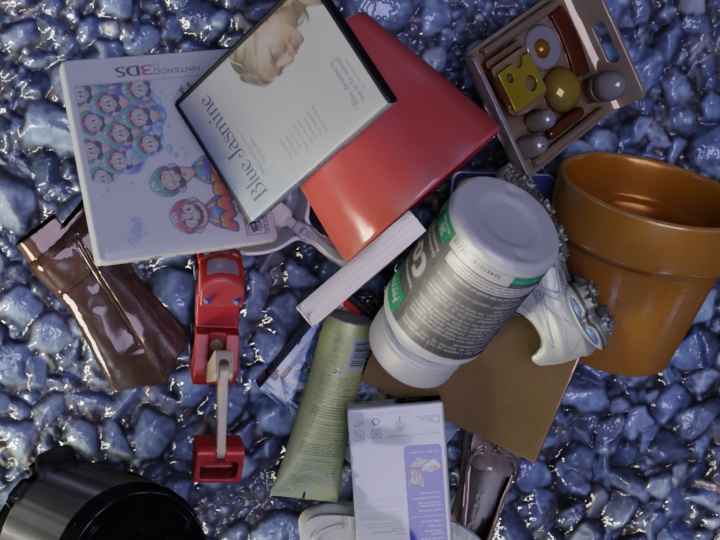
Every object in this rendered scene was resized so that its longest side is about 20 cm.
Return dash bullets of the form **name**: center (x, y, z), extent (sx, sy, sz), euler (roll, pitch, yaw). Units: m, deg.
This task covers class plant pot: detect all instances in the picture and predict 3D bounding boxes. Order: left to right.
- **plant pot**: center (0.007, -0.139, 1.422), extent (0.200, 0.200, 0.178), euler (-40, 89, -2)
- **plant pot**: center (0.280, 0.000, 1.503), extent (0.198, 0.201, 0.185), euler (7, 113, -12)

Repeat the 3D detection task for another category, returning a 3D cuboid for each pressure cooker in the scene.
- **pressure cooker**: center (-0.267, 0.277, 1.441), extent (0.178, 0.199, 0.177), euler (35, 71, -35)

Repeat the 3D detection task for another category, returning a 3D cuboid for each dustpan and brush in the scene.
- **dustpan and brush**: center (-0.082, -0.057, 1.480), extent (0.199, 0.057, 0.140), euler (32, 92, -14)

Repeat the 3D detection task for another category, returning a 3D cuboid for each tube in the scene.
- **tube**: center (-0.036, 0.141, 1.492), extent (0.058, 0.052, 0.202), euler (17, 102, 17)

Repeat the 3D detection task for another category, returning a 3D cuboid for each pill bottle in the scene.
- **pill bottle**: center (0.091, 0.016, 1.370), extent (0.112, 0.114, 0.200), euler (22, 133, -13)

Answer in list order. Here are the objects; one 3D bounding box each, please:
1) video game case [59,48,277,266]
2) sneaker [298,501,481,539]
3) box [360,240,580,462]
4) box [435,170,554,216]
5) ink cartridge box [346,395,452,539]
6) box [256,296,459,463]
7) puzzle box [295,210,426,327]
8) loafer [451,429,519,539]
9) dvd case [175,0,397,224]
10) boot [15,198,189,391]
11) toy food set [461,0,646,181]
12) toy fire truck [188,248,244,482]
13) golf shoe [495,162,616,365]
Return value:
- **video game case**: center (-0.185, -0.113, 1.414), extent (0.181, 0.024, 0.202), euler (-8, 79, -24)
- **sneaker**: center (0.033, 0.276, 1.536), extent (0.198, 0.081, 0.077), euler (11, 97, -3)
- **box**: center (0.117, 0.079, 1.472), extent (0.199, 0.021, 0.165), euler (24, 101, 11)
- **box**: center (0.131, -0.008, 1.522), extent (0.120, 0.032, 0.202), euler (1, 109, -22)
- **ink cartridge box**: center (0.041, 0.230, 1.471), extent (0.098, 0.039, 0.202), euler (-4, 97, -1)
- **box**: center (0.008, 0.129, 1.540), extent (0.200, 0.040, 0.137), euler (41, 91, -14)
- **puzzle box**: center (0.000, 0.000, 1.363), extent (0.133, 0.200, 0.025), euler (-41, 90, -1)
- **loafer**: center (0.138, 0.223, 1.569), extent (0.071, 0.063, 0.202), euler (12, 97, -12)
- **dvd case**: center (-0.074, -0.156, 1.355), extent (0.200, 0.018, 0.143), euler (-38, 80, 31)
- **boot**: center (-0.218, 0.005, 1.467), extent (0.186, 0.064, 0.201), euler (-34, 105, 0)
- **toy food set**: center (0.200, -0.193, 1.477), extent (0.200, 0.060, 0.144), euler (-37, 107, -33)
- **toy fire truck**: center (-0.141, 0.093, 1.449), extent (0.048, 0.141, 0.202), euler (1, 117, -12)
- **golf shoe**: center (0.162, -0.001, 1.407), extent (0.097, 0.078, 0.201), euler (-28, 85, 19)
